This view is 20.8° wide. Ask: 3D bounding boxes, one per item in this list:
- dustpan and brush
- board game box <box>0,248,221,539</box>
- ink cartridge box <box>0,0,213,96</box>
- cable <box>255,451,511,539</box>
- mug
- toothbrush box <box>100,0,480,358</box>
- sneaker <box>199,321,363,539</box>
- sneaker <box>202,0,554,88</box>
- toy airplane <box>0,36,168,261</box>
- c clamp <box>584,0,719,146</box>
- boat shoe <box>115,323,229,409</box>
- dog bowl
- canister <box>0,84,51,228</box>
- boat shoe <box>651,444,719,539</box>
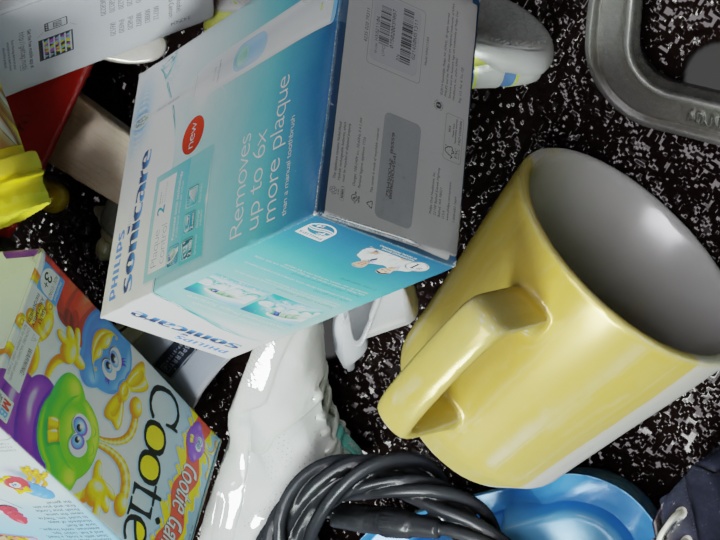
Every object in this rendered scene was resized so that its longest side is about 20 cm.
[{"bbox_3d":[0.000,0.000,1.083,0.057,0.200,0.140,-12,57,4],"label":"dustpan and brush"},{"bbox_3d":[-0.178,0.088,1.090,0.105,0.103,0.200,-4,144,28],"label":"board game box"},{"bbox_3d":[-0.160,-0.219,1.070,0.175,0.084,0.200,-23,67,-16],"label":"ink cartridge box"},{"bbox_3d":[0.029,0.197,1.115,0.200,0.051,0.163,40,107,11],"label":"cable"},{"bbox_3d":[0.085,0.033,1.050,0.186,0.150,0.153,20,127,-33],"label":"mug"},{"bbox_3d":[-0.038,-0.054,0.979,0.200,0.085,0.147,-23,54,52],"label":"toothbrush box"},{"bbox_3d":[-0.033,0.094,1.152,0.088,0.075,0.200,17,122,4],"label":"sneaker"},{"bbox_3d":[0.009,-0.109,1.102,0.200,0.076,0.105,13,124,16],"label":"sneaker"},{"bbox_3d":[-0.197,-0.087,1.144,0.199,0.141,0.200,-16,92,-10],"label":"toy airplane"},{"bbox_3d":[0.188,-0.136,1.016,0.200,0.027,0.171,21,128,20],"label":"c clamp"},{"bbox_3d":[-0.107,0.041,1.168,0.074,0.065,0.200,43,134,-13],"label":"boat shoe"},{"bbox_3d":[0.087,0.176,1.137,0.200,0.050,0.112,-19,95,21],"label":"dog bowl"},{"bbox_3d":[-0.234,-0.110,0.989,0.086,0.149,0.200,-21,93,-17],"label":"canister"},{"bbox_3d":[0.178,0.171,1.045,0.093,0.200,0.075,41,150,11],"label":"boat shoe"}]
